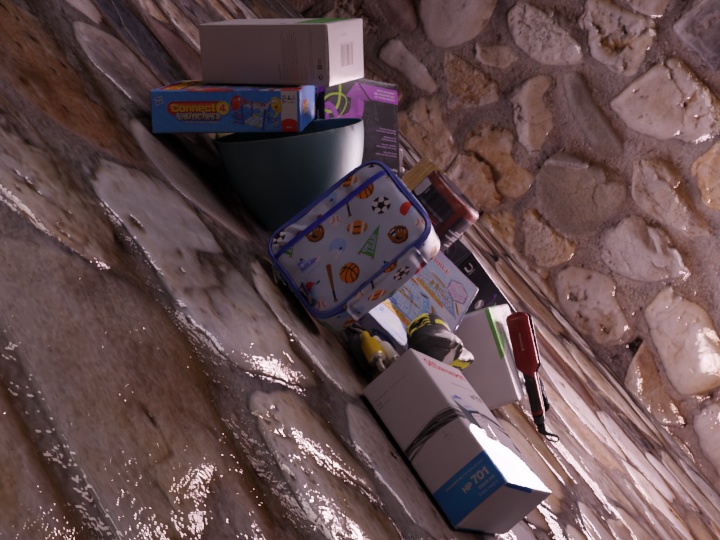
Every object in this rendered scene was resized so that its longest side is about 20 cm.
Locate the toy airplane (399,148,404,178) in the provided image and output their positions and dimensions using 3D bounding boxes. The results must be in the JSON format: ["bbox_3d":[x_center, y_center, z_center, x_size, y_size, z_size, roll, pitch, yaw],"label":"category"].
[{"bbox_3d":[-0.027,-0.163,1.718,0.200,0.199,0.141,53,2,20],"label":"toy airplane"}]

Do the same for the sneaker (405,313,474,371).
[{"bbox_3d":[0.085,0.094,1.408,0.085,0.074,0.200,52,2,19],"label":"sneaker"}]

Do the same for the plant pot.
[{"bbox_3d":[-0.086,-0.125,1.494,0.200,0.199,0.135,-73,156,-76],"label":"plant pot"}]

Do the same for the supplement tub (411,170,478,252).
[{"bbox_3d":[0.084,-0.057,1.747,0.107,0.200,0.107,44,11,-11],"label":"supplement tub"}]

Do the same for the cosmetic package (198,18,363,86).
[{"bbox_3d":[-0.106,-0.295,1.485,0.199,0.085,0.108,7,19,25],"label":"cosmetic package"}]

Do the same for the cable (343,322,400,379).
[{"bbox_3d":[0.006,0.077,1.403,0.097,0.050,0.200,36,18,-49],"label":"cable"}]

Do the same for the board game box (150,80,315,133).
[{"bbox_3d":[-0.167,-0.226,1.500,0.200,0.195,0.056,-79,169,-76],"label":"board game box"}]

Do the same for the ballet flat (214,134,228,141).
[{"bbox_3d":[-0.135,-0.148,1.624,0.200,0.071,0.071,50,13,17],"label":"ballet flat"}]

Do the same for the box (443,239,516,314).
[{"bbox_3d":[0.163,0.027,1.868,0.200,0.106,0.122,48,0,-43],"label":"box"}]

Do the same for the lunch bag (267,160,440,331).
[{"bbox_3d":[-0.015,-0.032,1.361,0.160,0.200,0.076,53,1,27],"label":"lunch bag"}]

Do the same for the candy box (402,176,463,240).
[{"bbox_3d":[0.060,-0.081,1.899,0.200,0.136,0.061,42,12,-24],"label":"candy box"}]

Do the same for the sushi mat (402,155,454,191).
[{"bbox_3d":[0.070,-0.092,1.828,0.096,0.200,0.012,48,-4,1],"label":"sushi mat"}]

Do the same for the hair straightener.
[{"bbox_3d":[0.266,0.160,1.656,0.077,0.041,0.201,7,65,-72],"label":"hair straightener"}]

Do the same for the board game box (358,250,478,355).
[{"bbox_3d":[0.055,0.024,1.544,0.200,0.041,0.200,45,43,-8],"label":"board game box"}]

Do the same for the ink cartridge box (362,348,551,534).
[{"bbox_3d":[0.112,0.201,1.284,0.200,0.086,0.146,55,15,30],"label":"ink cartridge box"}]

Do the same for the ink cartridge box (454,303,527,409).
[{"bbox_3d":[0.198,0.132,1.695,0.200,0.084,0.146,-2,74,-74],"label":"ink cartridge box"}]

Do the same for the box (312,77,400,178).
[{"bbox_3d":[-0.004,-0.187,1.632,0.143,0.036,0.201,3,83,-39],"label":"box"}]
